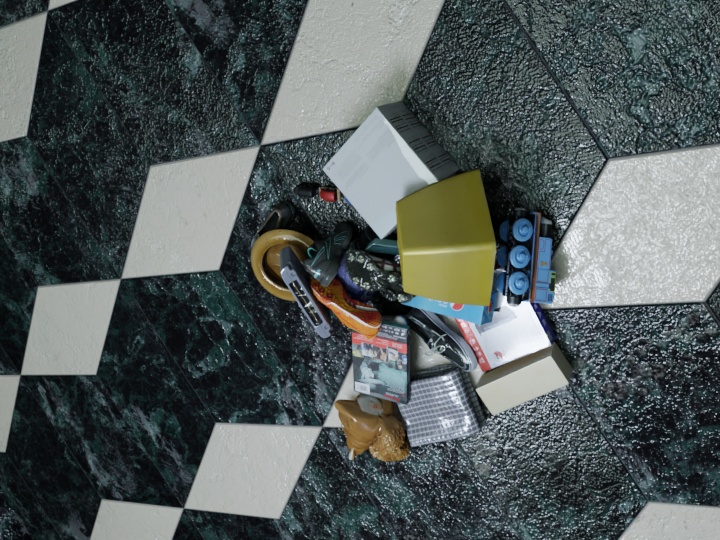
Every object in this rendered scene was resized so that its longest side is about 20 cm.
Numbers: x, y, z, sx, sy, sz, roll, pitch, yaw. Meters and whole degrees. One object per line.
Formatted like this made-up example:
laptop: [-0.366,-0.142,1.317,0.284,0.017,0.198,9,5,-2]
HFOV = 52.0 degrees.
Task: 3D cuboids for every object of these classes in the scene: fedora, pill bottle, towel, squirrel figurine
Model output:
fedora: [-0.165,-0.024,1.800,0.197,0.082,0.204,6,118,11]
pill bottle: [0.000,0.000,1.715,0.111,0.112,0.201,39,121,11]
towel: [0.178,0.320,1.744,0.198,0.085,0.168,-21,96,31]
squirrel figurine: [0.026,0.403,1.815,0.199,0.141,0.188,38,135,23]

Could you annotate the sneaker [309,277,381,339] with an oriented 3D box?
sneaker: [-0.042,0.086,1.662,0.199,0.073,0.078,39,142,18]

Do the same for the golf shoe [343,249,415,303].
golf shoe: [0.051,0.010,1.605,0.198,0.088,0.078,29,118,30]

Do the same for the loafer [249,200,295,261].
loafer: [-0.233,-0.088,1.836,0.072,0.063,0.201,40,120,10]

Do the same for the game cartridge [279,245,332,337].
game cartridge: [-0.127,0.047,1.701,0.040,0.134,0.202,-26,114,9]

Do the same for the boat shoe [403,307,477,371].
boat shoe: [0.178,0.162,1.677,0.200,0.068,0.074,48,148,16]

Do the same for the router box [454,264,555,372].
router box: [0.303,0.098,1.625,0.178,0.049,0.202,-27,93,32]

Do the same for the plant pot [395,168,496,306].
plant pot: [0.163,-0.057,1.479,0.173,0.202,0.201,-5,143,1]

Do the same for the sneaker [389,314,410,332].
sneaker: [0.056,0.172,1.738,0.073,0.072,0.200,61,142,21]

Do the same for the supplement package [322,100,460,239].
supplement package: [0.067,-0.218,1.585,0.201,0.147,0.191,49,121,4]

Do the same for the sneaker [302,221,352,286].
sneaker: [-0.073,-0.054,1.684,0.078,0.201,0.076,29,130,-8]

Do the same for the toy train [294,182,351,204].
toy train: [-0.068,-0.179,1.729,0.197,0.046,0.035,10,111,25]

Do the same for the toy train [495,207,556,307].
toy train: [0.344,-0.025,1.519,0.112,0.087,0.204,5,88,-17]

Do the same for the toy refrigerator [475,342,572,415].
toy refrigerator: [0.361,0.239,1.632,0.199,0.070,0.076,-32,98,33]

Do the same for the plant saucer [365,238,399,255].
plant saucer: [0.112,-0.046,1.615,0.197,0.070,0.019,6,78,-14]

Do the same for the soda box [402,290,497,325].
soda box: [0.190,0.059,1.601,0.198,0.064,0.069,14,100,33]

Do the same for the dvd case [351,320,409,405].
dvd case: [0.047,0.208,1.716,0.144,0.022,0.203,9,115,25]
